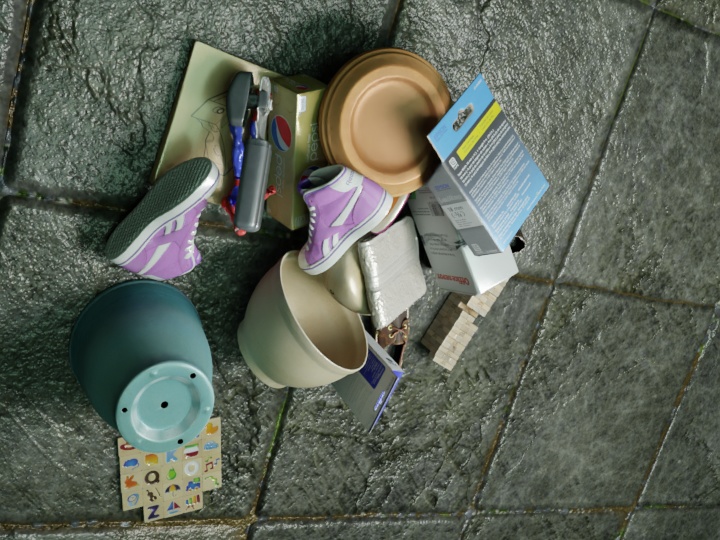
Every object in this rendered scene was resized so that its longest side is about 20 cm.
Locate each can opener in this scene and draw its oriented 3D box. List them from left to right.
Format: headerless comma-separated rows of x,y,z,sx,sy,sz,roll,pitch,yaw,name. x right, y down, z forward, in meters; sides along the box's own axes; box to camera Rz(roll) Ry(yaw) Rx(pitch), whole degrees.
-0.151,-0.156,1.113,0.065,0.053,0.206,9,89,4,can opener

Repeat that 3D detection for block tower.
0.182,0.069,1.485,0.053,0.058,0.203,29,94,-35,block tower

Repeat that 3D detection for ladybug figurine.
0.000,0.000,1.306,0.199,0.070,0.140,-8,92,-66,ladybug figurine

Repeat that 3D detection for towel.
0.052,-0.003,1.297,0.200,0.034,0.136,-36,116,-62,towel

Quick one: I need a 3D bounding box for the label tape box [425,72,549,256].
0.164,-0.146,1.192,0.145,0.063,0.201,-49,114,-28,label tape box

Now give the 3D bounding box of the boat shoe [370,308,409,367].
0.052,0.109,1.423,0.069,0.070,0.205,-3,112,-26,boat shoe

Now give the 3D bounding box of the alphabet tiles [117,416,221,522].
-0.301,0.307,1.356,0.163,0.006,0.205,-8,115,-25,alphabet tiles

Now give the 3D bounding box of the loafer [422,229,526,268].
0.196,-0.044,1.431,0.196,0.071,0.075,-17,119,-22,loafer

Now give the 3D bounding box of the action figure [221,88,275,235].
-0.150,-0.135,1.161,0.064,0.099,0.205,-3,116,-26,action figure

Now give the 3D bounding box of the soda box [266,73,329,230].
-0.089,-0.166,1.202,0.063,0.067,0.204,-19,127,-37,soda box

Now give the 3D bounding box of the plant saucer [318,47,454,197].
0.041,-0.199,1.162,0.195,0.037,0.206,-4,104,-16,plant saucer

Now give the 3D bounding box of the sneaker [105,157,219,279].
-0.242,-0.064,1.159,0.199,0.074,0.114,-37,136,20,sneaker

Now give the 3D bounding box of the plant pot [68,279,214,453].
-0.290,0.143,1.178,0.196,0.188,0.205,-11,116,-23,plant pot

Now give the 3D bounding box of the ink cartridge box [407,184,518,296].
0.148,-0.074,1.310,0.082,0.146,0.204,-25,102,-17,ink cartridge box

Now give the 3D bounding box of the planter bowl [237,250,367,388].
-0.100,0.093,1.273,0.134,0.203,0.200,-34,129,22,planter bowl

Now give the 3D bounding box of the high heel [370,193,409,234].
0.049,-0.144,1.266,0.066,0.096,0.205,11,80,6,high heel

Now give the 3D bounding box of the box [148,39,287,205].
-0.189,-0.193,1.183,0.161,0.021,0.204,14,105,-33,box

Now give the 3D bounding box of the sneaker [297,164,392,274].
-0.054,-0.078,1.185,0.113,0.074,0.200,30,133,-20,sneaker

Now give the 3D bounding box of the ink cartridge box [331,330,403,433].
0.008,0.169,1.345,0.039,0.200,0.101,23,102,-30,ink cartridge box
